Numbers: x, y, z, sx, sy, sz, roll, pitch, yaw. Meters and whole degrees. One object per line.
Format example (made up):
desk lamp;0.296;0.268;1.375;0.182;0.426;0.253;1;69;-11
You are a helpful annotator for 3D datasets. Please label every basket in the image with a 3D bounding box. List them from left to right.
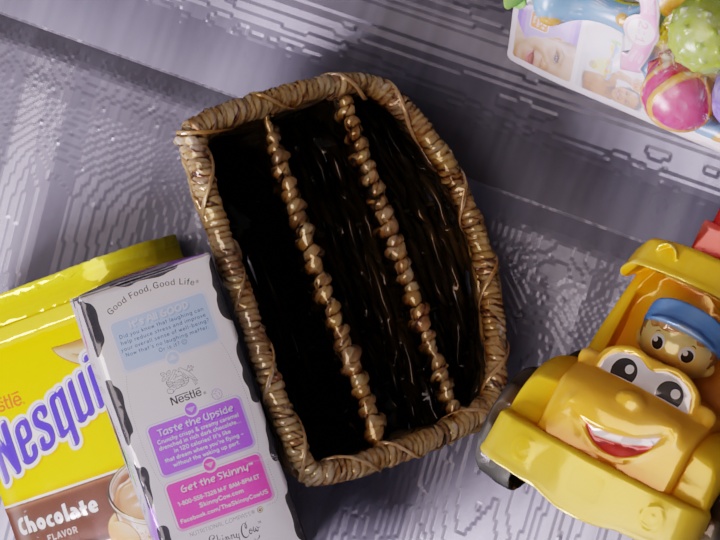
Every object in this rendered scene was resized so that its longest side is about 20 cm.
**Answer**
basket;0.000;0.000;1.488;0.142;0.149;0.201;-18;87;-3

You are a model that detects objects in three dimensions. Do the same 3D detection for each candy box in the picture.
candy box;-0.082;0.096;1.477;0.071;0.168;0.201;-19;92;-7

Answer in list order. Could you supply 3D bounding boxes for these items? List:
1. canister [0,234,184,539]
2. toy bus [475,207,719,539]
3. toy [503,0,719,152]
canister;-0.138;0.098;1.616;0.148;0.087;0.201;-20;89;23
toy bus;0.165;0.044;1.420;0.135;0.200;0.193;29;99;18
toy;0.156;-0.103;1.404;0.200;0.047;0.115;27;135;21
